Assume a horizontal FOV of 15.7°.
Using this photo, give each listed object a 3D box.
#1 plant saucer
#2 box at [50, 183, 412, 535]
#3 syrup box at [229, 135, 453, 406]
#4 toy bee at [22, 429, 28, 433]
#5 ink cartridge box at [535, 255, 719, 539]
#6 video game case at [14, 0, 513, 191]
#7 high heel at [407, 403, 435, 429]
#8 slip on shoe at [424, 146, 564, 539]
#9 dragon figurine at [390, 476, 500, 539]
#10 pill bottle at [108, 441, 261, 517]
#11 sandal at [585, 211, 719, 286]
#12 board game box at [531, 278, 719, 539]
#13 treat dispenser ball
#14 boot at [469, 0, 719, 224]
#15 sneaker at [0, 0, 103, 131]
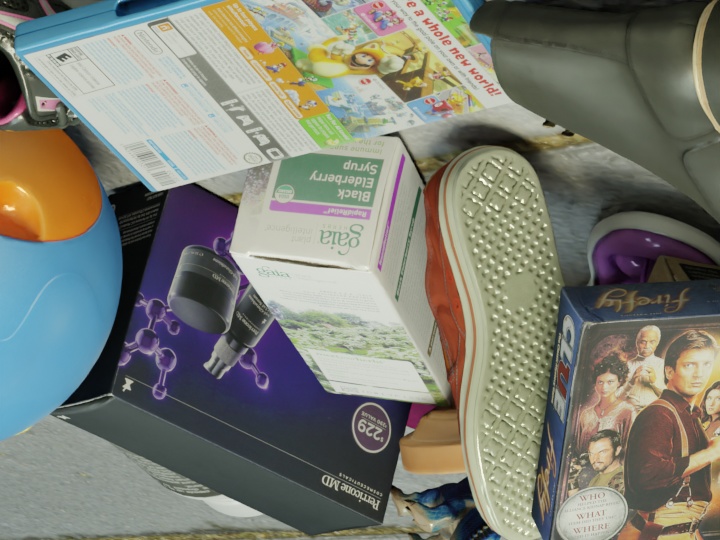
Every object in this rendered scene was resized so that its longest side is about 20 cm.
[{"bbox_3d":[0.120,0.079,1.488,0.200,0.032,0.200,-12,-177,1],"label":"plant saucer"},{"bbox_3d":[-0.067,0.053,1.523,0.200,0.141,0.079,28,157,-31],"label":"box"},{"bbox_3d":[0.000,0.000,1.421,0.079,0.081,0.200,6,157,18],"label":"syrup box"},{"bbox_3d":[-0.230,0.028,1.662,0.109,0.200,0.131,-28,102,24],"label":"toy bee"},{"bbox_3d":[0.197,0.104,1.367,0.165,0.075,0.200,13,118,-20],"label":"ink cartridge box"},{"bbox_3d":[-0.038,-0.096,1.205,0.200,0.018,0.143,-13,150,19],"label":"video game case"},{"bbox_3d":[0.091,0.116,1.631,0.200,0.096,0.067,0,154,36],"label":"high heel"},{"bbox_3d":[0.071,0.037,1.323,0.074,0.200,0.061,-13,-174,-21],"label":"slip on shoe"},{"bbox_3d":[0.078,0.138,1.514,0.099,0.059,0.200,-23,-174,-7],"label":"dragon figurine"},{"bbox_3d":[-0.108,0.078,1.655,0.114,0.114,0.200,5,157,27],"label":"pill bottle"},{"bbox_3d":[0.154,0.024,1.413,0.082,0.050,0.203,14,161,3],"label":"sandal"},{"bbox_3d":[0.190,0.068,1.277,0.200,0.035,0.136,-3,121,-13],"label":"board game box"},{"bbox_3d":[-0.229,-0.002,1.412,0.201,0.201,0.201,14,159,5],"label":"treat dispenser ball"},{"bbox_3d":[0.145,-0.060,1.193,0.138,0.077,0.200,8,145,32],"label":"boot"},{"bbox_3d":[-0.150,-0.099,1.268,0.200,0.086,0.080,30,157,-35],"label":"sneaker"}]
